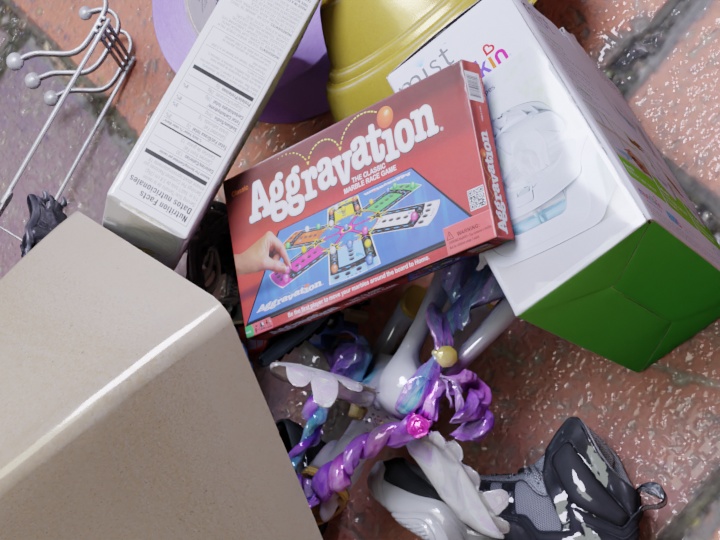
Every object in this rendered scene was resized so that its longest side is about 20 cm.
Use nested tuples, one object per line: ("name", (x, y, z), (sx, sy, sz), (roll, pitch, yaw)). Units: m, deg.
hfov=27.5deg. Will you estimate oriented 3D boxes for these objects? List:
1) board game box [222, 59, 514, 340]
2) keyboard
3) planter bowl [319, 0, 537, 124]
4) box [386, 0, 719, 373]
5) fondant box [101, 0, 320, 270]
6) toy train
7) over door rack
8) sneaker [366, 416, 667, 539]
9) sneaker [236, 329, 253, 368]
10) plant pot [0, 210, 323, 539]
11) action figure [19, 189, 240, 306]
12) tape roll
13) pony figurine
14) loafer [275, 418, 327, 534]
("board game box", (-0.002, -0.036, 0.854), (0.199, 0.019, 0.104), (-23, 70, 39))
("keyboard", (0.000, 0.000, 0.980), (0.040, 0.200, 0.104), (43, 119, -8))
("planter bowl", (0.033, -0.183, 0.981), (0.200, 0.084, 0.201), (-38, 17, 14))
("box", (0.131, -0.051, 0.889), (0.096, 0.199, 0.177), (-37, 63, 18))
("fondant box", (-0.098, -0.101, 0.961), (0.058, 0.144, 0.201), (30, 73, -5))
("toy train", (-0.080, 0.041, 1.090), (0.198, 0.034, 0.046), (-8, 78, 29))
("over door rack", (-0.241, -0.115, 1.154), (0.066, 0.148, 0.202), (17, 85, 2))
("sneaker", (0.101, 0.141, 0.938), (0.199, 0.075, 0.115), (25, 81, 38))
("sneaker", (-0.152, 0.113, 1.076), (0.199, 0.082, 0.071), (-40, 69, 25))
("plant pot", (-0.168, 0.115, 0.892), (0.176, 0.201, 0.199), (-34, 34, -22))
("action figure", (-0.145, -0.003, 1.063), (0.119, 0.198, 0.103), (167, 107, -74))
("tape roll", (-0.063, -0.218, 1.127), (0.198, 0.065, 0.203), (-8, 74, 28))
("pony figurine", (0.029, 0.077, 0.905), (0.166, 0.193, 0.201), (38, 74, -4))
("loafer", (-0.064, 0.195, 0.982), (0.067, 0.071, 0.202), (-8, 50, 30))
